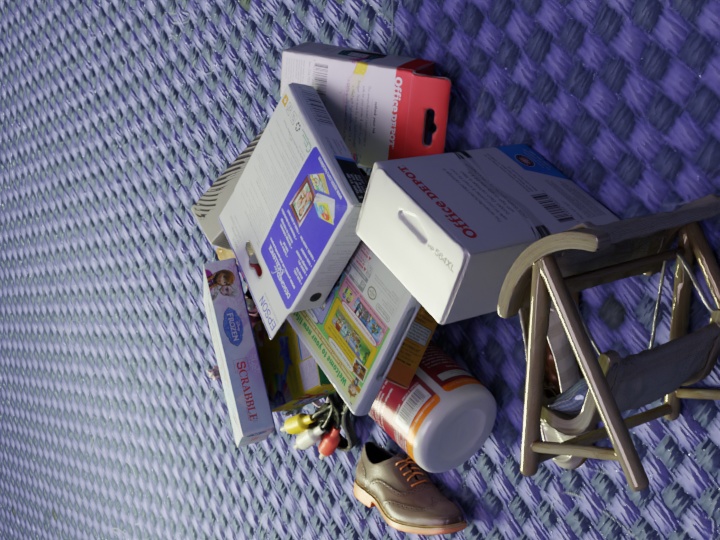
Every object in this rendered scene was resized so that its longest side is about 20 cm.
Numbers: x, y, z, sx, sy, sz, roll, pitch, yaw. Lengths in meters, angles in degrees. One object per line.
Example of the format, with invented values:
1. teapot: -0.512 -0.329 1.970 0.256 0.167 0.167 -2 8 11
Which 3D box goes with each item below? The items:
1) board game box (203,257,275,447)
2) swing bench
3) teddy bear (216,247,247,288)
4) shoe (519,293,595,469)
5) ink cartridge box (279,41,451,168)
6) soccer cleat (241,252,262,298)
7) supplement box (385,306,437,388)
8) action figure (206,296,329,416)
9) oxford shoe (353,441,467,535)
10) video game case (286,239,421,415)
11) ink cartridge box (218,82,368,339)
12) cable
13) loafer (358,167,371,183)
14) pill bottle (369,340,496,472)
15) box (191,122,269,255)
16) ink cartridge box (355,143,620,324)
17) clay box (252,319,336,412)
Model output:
1. board game box: -0.149 0.105 1.265 0.200 0.041 0.201 125 132 -75
2. swing bench: 0.226 0.050 0.859 0.130 0.198 0.201 -6 94 55
3. teddy bear: -0.116 -0.014 1.449 0.200 0.067 0.146 17 122 45
4. shoe: 0.189 0.104 1.052 0.070 0.053 0.201 2 101 54
5. ink cartridge box: 0.012 -0.179 1.166 0.199 0.067 0.117 14 114 20
6. soccer cleat: -0.055 0.024 1.331 0.199 0.085 0.069 24 149 11
7. supplement box: 0.055 0.019 1.125 0.066 0.069 0.201 20 84 51
8. action figure: -0.130 0.094 1.440 0.200 0.148 0.134 53 134 42
9. oxford shoe: 0.055 0.264 1.276 0.200 0.071 0.073 15 106 52
10. video game case: -0.010 0.017 1.092 0.200 0.022 0.183 50 124 44
11. ink cartridge box: -0.073 -0.063 1.130 0.200 0.043 0.199 -56 45 33
12. cable: -0.035 0.193 1.353 0.097 0.050 0.200 33 146 -2
13. loafer: -0.009 -0.074 1.201 0.200 0.070 0.075 9 142 55
14. pill bottle: 0.053 0.129 1.200 0.200 0.113 0.113 41 131 41
15. box: -0.115 -0.114 1.323 0.200 0.082 0.068 -44 58 17
16. ink cartridge box: 0.117 -0.041 0.983 0.146 0.199 0.085 48 135 36
17. clay box: -0.076 0.101 1.263 0.200 0.047 0.115 146 117 -61
